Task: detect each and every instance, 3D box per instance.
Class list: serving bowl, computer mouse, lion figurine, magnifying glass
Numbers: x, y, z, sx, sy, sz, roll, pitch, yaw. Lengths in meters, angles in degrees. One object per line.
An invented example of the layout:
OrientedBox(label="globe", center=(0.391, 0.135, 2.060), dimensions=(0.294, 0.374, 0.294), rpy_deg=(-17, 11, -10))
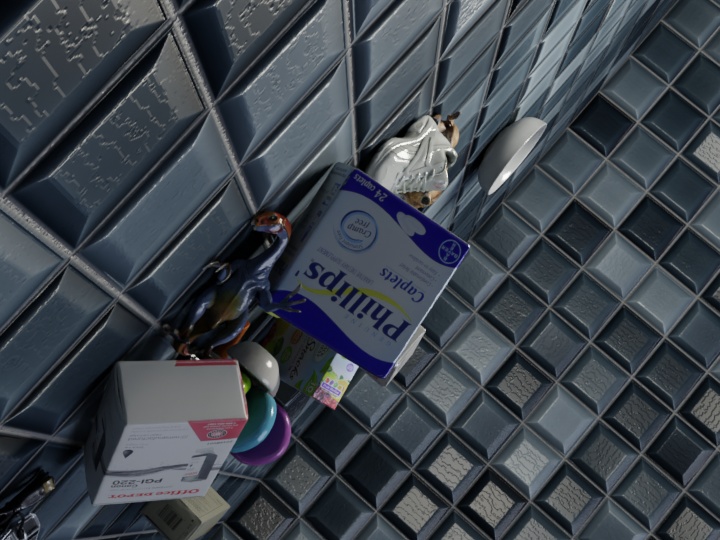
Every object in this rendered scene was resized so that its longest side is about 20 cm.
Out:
OrientedBox(label="serving bowl", center=(0.321, -0.263, 2.356), dimensions=(0.200, 0.066, 0.200), rpy_deg=(-49, 171, -10))
OrientedBox(label="computer mouse", center=(-0.404, 0.309, 1.220), dimensions=(0.110, 0.044, 0.200), rpy_deg=(-47, 167, -48))
OrientedBox(label="lion figurine", center=(0.119, -0.176, 1.693), dimensions=(0.200, 0.072, 0.123), rpy_deg=(-58, 176, 25))
OrientedBox(label="magnifying glass", center=(-0.215, 0.143, 1.531), dimensions=(0.200, 0.022, 0.080), rpy_deg=(-55, 170, 29))

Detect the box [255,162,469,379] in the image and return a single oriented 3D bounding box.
OrientedBox(label="box", center=(0.000, 0.000, 1.319), dimensions=(0.200, 0.184, 0.105), rpy_deg=(-57, -162, 0))

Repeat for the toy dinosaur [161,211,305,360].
OrientedBox(label="toy dinosaur", center=(-0.151, 0.013, 1.241), dimensions=(0.182, 0.105, 0.200), rpy_deg=(-57, -153, -16))

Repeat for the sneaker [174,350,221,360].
OrientedBox(label="sneaker", center=(-0.257, 0.180, 1.366), dimensions=(0.200, 0.075, 0.079), rpy_deg=(-56, 158, -2))

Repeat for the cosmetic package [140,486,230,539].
OrientedBox(label="cosmetic package", center=(-0.326, 0.448, 2.007), dimensions=(0.071, 0.105, 0.200), rpy_deg=(-48, 170, 2))

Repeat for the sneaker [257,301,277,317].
OrientedBox(label="sneaker", center=(-0.062, -0.013, 1.400), dimensions=(0.200, 0.076, 0.105), rpy_deg=(-50, 171, 11))

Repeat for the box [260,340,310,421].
OrientedBox(label="box", center=(-0.153, 0.204, 1.816), dimensions=(0.148, 0.107, 0.200), rpy_deg=(-41, 168, -43))

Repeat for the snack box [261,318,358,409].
OrientedBox(label="snack box", center=(-0.068, 0.107, 1.574), dimensions=(0.200, 0.053, 0.143), rpy_deg=(20, -100, 58))

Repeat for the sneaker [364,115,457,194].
OrientedBox(label="sneaker", center=(0.074, -0.142, 1.505), dimensions=(0.200, 0.099, 0.078), rpy_deg=(-43, 169, -38))

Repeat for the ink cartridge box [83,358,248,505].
OrientedBox(label="ink cartridge box", center=(-0.229, 0.189, 1.238), dimensions=(0.145, 0.085, 0.200), rpy_deg=(1, 145, -26))

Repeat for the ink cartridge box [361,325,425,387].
OrientedBox(label="ink cartridge box", center=(-0.001, 0.084, 1.756), dimensions=(0.084, 0.200, 0.145), rpy_deg=(-46, 171, -19))

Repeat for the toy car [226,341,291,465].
OrientedBox(label="toy car", center=(-0.164, 0.205, 1.483), dimensions=(0.175, 0.150, 0.200), rpy_deg=(-47, 174, -12))
